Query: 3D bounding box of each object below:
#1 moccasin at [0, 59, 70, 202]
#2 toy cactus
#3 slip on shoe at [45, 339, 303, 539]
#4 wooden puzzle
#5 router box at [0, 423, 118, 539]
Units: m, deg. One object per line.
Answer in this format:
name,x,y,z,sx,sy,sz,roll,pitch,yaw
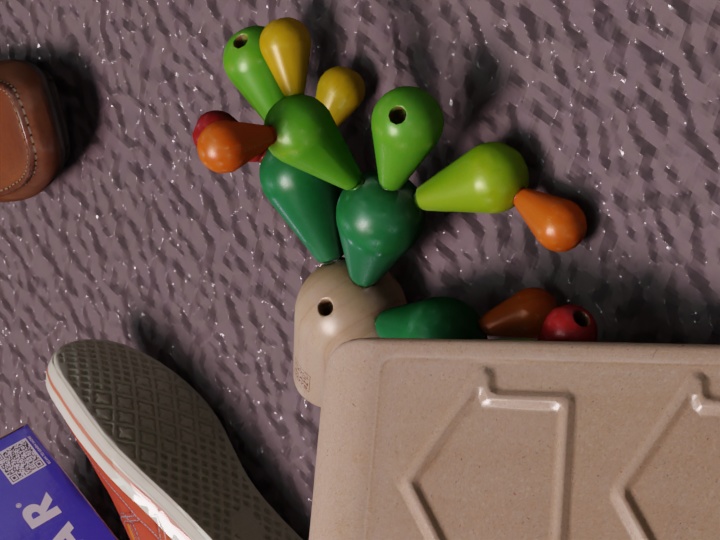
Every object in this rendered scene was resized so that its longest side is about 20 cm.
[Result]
moccasin,-0.213,-0.066,0.984,0.201,0.078,0.074,7,110,47
toy cactus,0.000,0.000,0.769,0.200,0.102,0.165,40,142,19
slip on shoe,-0.081,0.112,0.906,0.200,0.074,0.061,49,125,17
wooden puzzle,0.076,0.117,0.661,0.200,0.046,0.185,-1,73,21
router box,-0.126,0.202,0.974,0.200,0.049,0.180,47,151,27
